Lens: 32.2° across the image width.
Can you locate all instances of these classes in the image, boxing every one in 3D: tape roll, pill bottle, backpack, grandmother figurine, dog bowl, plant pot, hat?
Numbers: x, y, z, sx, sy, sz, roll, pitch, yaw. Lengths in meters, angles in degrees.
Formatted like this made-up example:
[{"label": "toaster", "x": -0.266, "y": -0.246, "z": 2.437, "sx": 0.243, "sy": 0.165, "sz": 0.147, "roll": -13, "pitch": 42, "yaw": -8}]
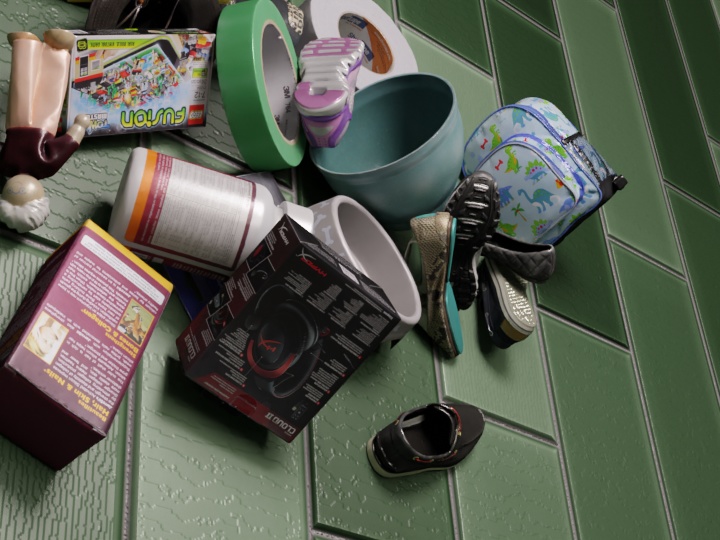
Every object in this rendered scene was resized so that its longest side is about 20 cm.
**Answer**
[{"label": "tape roll", "x": -0.116, "y": -0.220, "z": 1.492, "sx": 0.200, "sy": 0.048, "sz": 0.203, "roll": -10, "pitch": 90, "yaw": -77}, {"label": "pill bottle", "x": -0.156, "y": -0.049, "z": 1.304, "sx": 0.198, "sy": 0.110, "sz": 0.110, "roll": 17, "pitch": 48, "yaw": -15}, {"label": "backpack", "x": 0.243, "y": -0.139, "z": 1.792, "sx": 0.201, "sy": 0.183, "sz": 0.147, "roll": 53, "pitch": 36, "yaw": 8}, {"label": "grandmother figurine", "x": -0.329, "y": -0.135, "z": 1.234, "sx": 0.061, "sy": 0.120, "sz": 0.203, "roll": 34, "pitch": 55, "yaw": -65}, {"label": "dog bowl", "x": 0.000, "y": 0.000, "z": 1.472, "sx": 0.200, "sy": 0.058, "sz": 0.201, "roll": 49, "pitch": 21, "yaw": -25}, {"label": "plant pot", "x": 0.050, "y": -0.138, "z": 1.598, "sx": 0.201, "sy": 0.198, "sz": 0.135, "roll": -76, "pitch": 148, "yaw": -46}, {"label": "tape roll", "x": -0.012, "y": -0.298, "z": 1.736, "sx": 0.199, "sy": 0.066, "sz": 0.202, "roll": 27, "pitch": 45, "yaw": -30}, {"label": "hat", "x": -0.256, "y": -0.271, "z": 1.428, "sx": 0.200, "sy": 0.080, "sz": 0.203, "roll": -26, "pitch": 125, "yaw": -43}]

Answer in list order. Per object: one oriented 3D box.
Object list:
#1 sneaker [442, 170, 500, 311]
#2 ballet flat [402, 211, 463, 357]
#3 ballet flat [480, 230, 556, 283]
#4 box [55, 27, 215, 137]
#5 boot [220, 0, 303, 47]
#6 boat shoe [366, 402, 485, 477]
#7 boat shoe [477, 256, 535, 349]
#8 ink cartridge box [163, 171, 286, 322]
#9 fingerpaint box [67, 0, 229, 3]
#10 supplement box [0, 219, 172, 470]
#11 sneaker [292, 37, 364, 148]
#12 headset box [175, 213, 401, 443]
[{"label": "sneaker", "x": 0.130, "y": -0.046, "z": 1.610, "sx": 0.073, "sy": 0.202, "sz": 0.080, "roll": 10, "pitch": 37, "yaw": -4}, {"label": "ballet flat", "x": 0.088, "y": 0.018, "z": 1.572, "sx": 0.068, "sy": 0.074, "sz": 0.202, "roll": -73, "pitch": 159, "yaw": -59}, {"label": "ballet flat", "x": 0.177, "y": -0.046, "z": 1.690, "sx": 0.198, "sy": 0.057, "sz": 0.066, "roll": 26, "pitch": 34, "yaw": 21}, {"label": "box", "x": -0.248, "y": -0.208, "z": 1.371, "sx": 0.035, "sy": 0.111, "sz": 0.199, "roll": 22, "pitch": 23, "yaw": 36}, {"label": "boot", "x": -0.147, "y": -0.312, "z": 1.597, "sx": 0.153, "sy": 0.073, "sz": 0.205, "roll": 33, "pitch": 43, "yaw": -30}, {"label": "boat shoe", "x": 0.092, "y": 0.193, "z": 1.469, "sx": 0.200, "sy": 0.063, "sz": 0.074, "roll": -7, "pitch": 65, "yaw": -51}, {"label": "boat shoe", "x": 0.192, "y": 0.034, "z": 1.703, "sx": 0.074, "sy": 0.062, "sz": 0.201, "roll": 30, "pitch": 27, "yaw": -21}, {"label": "ink cartridge box", "x": -0.129, "y": -0.010, "z": 1.402, "sx": 0.199, "sy": 0.047, "sz": 0.199, "roll": -17, "pitch": 76, "yaw": -54}, {"label": "fingerpaint box", "x": -0.259, "y": -0.404, "z": 1.488, "sx": 0.198, "sy": 0.074, "sz": 0.168, "roll": -5, "pitch": 62, "yaw": -21}, {"label": "supplement box", "x": -0.266, "y": 0.067, "z": 1.156, "sx": 0.110, "sy": 0.085, "sz": 0.201, "roll": 39, "pitch": 39, "yaw": -19}, {"label": "sneaker", "x": -0.039, "y": -0.223, "z": 1.571, "sx": 0.201, "sy": 0.079, "sz": 0.089, "roll": -77, "pitch": 163, "yaw": -51}, {"label": "headset box", "x": -0.081, "y": 0.069, "z": 1.273, "sx": 0.148, "sy": 0.200, "sz": 0.075, "roll": 36, "pitch": 11, "yaw": -29}]
